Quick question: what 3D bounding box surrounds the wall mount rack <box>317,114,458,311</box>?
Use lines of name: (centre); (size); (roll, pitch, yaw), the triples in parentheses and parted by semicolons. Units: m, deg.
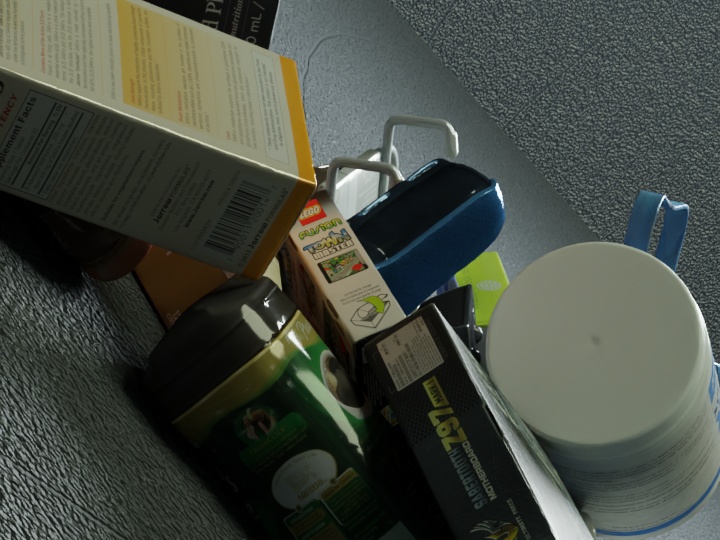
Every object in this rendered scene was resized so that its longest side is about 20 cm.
wall mount rack: (0.017, -0.006, 1.769); (0.074, 0.174, 0.200); (10, 21, 17)

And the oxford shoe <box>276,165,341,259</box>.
oxford shoe: (-0.041, -0.038, 1.835); (0.071, 0.073, 0.200); (49, 10, -11)

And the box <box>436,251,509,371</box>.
box: (0.077, 0.081, 1.738); (0.122, 0.048, 0.200); (-105, -167, -67)

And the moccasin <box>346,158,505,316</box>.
moccasin: (0.000, 0.000, 1.650); (0.068, 0.200, 0.081); (39, -31, 38)

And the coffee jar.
coffee jar: (-0.029, 0.097, 1.405); (0.200, 0.085, 0.104); (51, 13, -4)

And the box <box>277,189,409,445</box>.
box: (-0.007, 0.060, 1.519); (0.200, 0.035, 0.110); (86, -22, -51)

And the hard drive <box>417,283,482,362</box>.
hard drive: (0.058, 0.118, 1.587); (0.135, 0.042, 0.200); (-73, 158, -78)

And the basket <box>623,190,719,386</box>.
basket: (0.183, 0.047, 1.785); (0.139, 0.200, 0.176); (11, 2, 15)

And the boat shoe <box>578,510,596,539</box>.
boat shoe: (0.124, 0.197, 1.643); (0.200, 0.065, 0.074); (71, 15, -71)

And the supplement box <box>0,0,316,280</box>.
supplement box: (-0.131, -0.086, 1.395); (0.200, 0.074, 0.126); (20, 32, -21)

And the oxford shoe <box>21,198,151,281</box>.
oxford shoe: (-0.171, -0.083, 1.476); (0.073, 0.071, 0.200); (34, 19, -43)

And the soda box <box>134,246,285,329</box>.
soda box: (-0.115, -0.040, 1.585); (0.068, 0.064, 0.200); (36, 18, -55)

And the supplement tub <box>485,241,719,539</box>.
supplement tub: (0.152, 0.077, 1.589); (0.132, 0.132, 0.200); (55, -3, 23)

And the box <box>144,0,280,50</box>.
box: (-0.137, -0.238, 1.586); (0.196, 0.200, 0.124); (10, 21, -9)

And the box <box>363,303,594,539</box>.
box: (0.084, 0.133, 1.383); (0.158, 0.051, 0.200); (51, 9, -43)
